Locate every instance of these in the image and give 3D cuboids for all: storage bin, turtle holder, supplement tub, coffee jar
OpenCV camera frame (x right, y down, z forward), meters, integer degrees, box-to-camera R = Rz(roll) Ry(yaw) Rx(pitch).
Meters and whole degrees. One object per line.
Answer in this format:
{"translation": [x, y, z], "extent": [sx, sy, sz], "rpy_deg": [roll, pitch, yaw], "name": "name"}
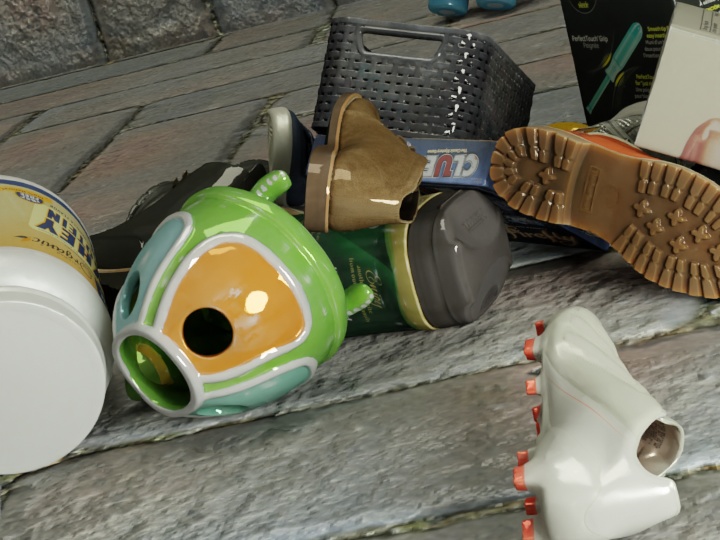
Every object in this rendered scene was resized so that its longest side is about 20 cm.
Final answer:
{"translation": [0.056, -0.135, 1.487], "extent": [0.135, 0.094, 0.200], "rpy_deg": [8, -6, 19], "name": "storage bin"}
{"translation": [-0.099, 0.025, 1.145], "extent": [0.185, 0.141, 0.132], "rpy_deg": [7, 42, 46], "name": "turtle holder"}
{"translation": [-0.239, 0.034, 1.194], "extent": [0.144, 0.144, 0.200], "rpy_deg": [-16, 27, -7], "name": "supplement tub"}
{"translation": [0.000, 0.000, 1.240], "extent": [0.200, 0.085, 0.104], "rpy_deg": [-8, 16, 27], "name": "coffee jar"}

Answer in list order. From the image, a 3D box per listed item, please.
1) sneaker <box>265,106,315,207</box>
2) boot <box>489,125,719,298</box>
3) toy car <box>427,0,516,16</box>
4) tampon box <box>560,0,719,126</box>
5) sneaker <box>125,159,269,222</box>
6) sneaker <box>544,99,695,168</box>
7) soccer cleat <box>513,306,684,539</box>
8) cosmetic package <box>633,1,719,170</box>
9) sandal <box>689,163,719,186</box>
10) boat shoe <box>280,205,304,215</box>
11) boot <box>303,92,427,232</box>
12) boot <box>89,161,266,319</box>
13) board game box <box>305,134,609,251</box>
{"translation": [-0.028, -0.075, 1.440], "extent": [0.084, 0.075, 0.200], "rpy_deg": [-3, -19, 4], "name": "sneaker"}
{"translation": [0.195, -0.045, 1.181], "extent": [0.200, 0.075, 0.107], "rpy_deg": [30, 20, 31], "name": "boot"}
{"translation": [0.220, -0.468, 2.726], "extent": [0.177, 0.184, 0.200], "rpy_deg": [-1, -9, 43], "name": "toy car"}
{"translation": [0.261, -0.178, 1.428], "extent": [0.126, 0.200, 0.150], "rpy_deg": [-21, 16, -25], "name": "tampon box"}
{"translation": [-0.120, -0.048, 1.578], "extent": [0.200, 0.076, 0.091], "rpy_deg": [-28, 27, -36], "name": "sneaker"}
{"translation": [0.183, -0.077, 1.400], "extent": [0.082, 0.078, 0.200], "rpy_deg": [-30, 12, -36], "name": "sneaker"}
{"translation": [0.120, 0.076, 0.889], "extent": [0.078, 0.069, 0.200], "rpy_deg": [-7, 23, 11], "name": "soccer cleat"}
{"translation": [0.289, -0.103, 1.181], "extent": [0.200, 0.087, 0.103], "rpy_deg": [18, 21, 8], "name": "cosmetic package"}
{"translation": [0.278, -0.074, 1.288], "extent": [0.048, 0.075, 0.200], "rpy_deg": [-25, 3, 46], "name": "sandal"}
{"translation": [-0.019, -0.018, 1.376], "extent": [0.200, 0.072, 0.065], "rpy_deg": [-7, -3, 45], "name": "boat shoe"}
{"translation": [0.008, -0.069, 1.221], "extent": [0.075, 0.074, 0.200], "rpy_deg": [4, 21, 3], "name": "boot"}
{"translation": [-0.173, -0.028, 1.425], "extent": [0.200, 0.077, 0.138], "rpy_deg": [8, 59, 32], "name": "boot"}
{"translation": [0.072, -0.059, 1.327], "extent": [0.135, 0.035, 0.200], "rpy_deg": [24, -11, -38], "name": "board game box"}
